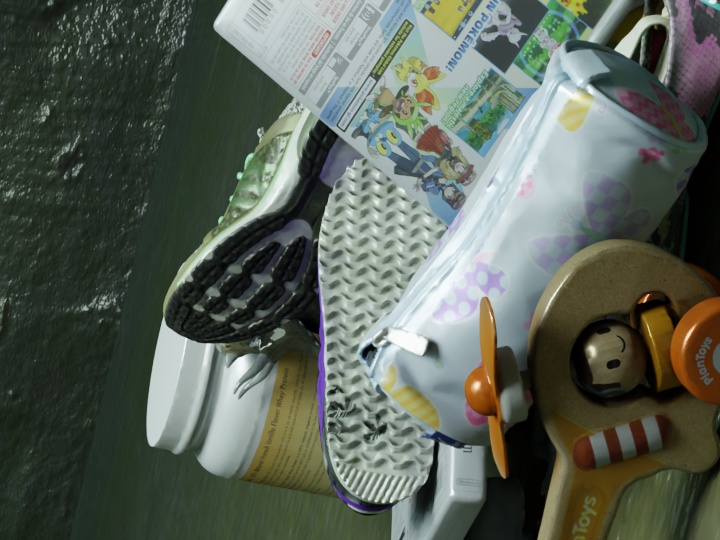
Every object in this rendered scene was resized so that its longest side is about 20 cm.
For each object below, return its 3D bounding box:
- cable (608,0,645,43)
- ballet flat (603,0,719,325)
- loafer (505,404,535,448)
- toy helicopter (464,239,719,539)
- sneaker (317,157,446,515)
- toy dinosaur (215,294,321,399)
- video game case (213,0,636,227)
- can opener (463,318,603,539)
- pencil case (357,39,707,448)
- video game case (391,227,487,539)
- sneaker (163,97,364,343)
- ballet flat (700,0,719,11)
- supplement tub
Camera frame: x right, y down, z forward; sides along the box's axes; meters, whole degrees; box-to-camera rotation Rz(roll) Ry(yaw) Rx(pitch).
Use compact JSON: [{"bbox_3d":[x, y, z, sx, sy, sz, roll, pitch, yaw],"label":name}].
[{"bbox_3d":[0.090,-0.126,1.078,0.200,0.097,0.051,-38,24,30],"label":"cable"},{"bbox_3d":[0.138,-0.055,1.012,0.069,0.071,0.202,-128,51,-72],"label":"ballet flat"},{"bbox_3d":[0.088,0.006,1.158,0.071,0.072,0.202,141,139,-67],"label":"loafer"},{"bbox_3d":[0.099,0.083,0.927,0.079,0.131,0.202,-125,48,-71],"label":"toy helicopter"},{"bbox_3d":[0.005,0.038,1.107,0.100,0.069,0.202,106,169,-70],"label":"sneaker"},{"bbox_3d":[0.000,0.000,1.201,0.199,0.077,0.103,-26,68,37],"label":"toy dinosaur"},{"bbox_3d":[0.041,-0.151,1.048,0.201,0.182,0.022,-55,-13,22],"label":"video game case"},{"bbox_3d":[0.095,0.086,1.075,0.053,0.066,0.202,-165,80,-77],"label":"can opener"},{"bbox_3d":[0.079,-0.012,0.965,0.201,0.090,0.083,-55,24,24],"label":"pencil case"},{"bbox_3d":[0.044,0.077,1.138,0.200,0.023,0.184,107,167,-63],"label":"video game case"},{"bbox_3d":[-0.045,-0.043,1.169,0.200,0.077,0.089,-49,31,14],"label":"sneaker"},{"bbox_3d":[0.190,-0.124,0.888,0.069,0.068,0.200,-62,29,22],"label":"ballet flat"},{"bbox_3d":[-0.031,0.073,1.326,0.144,0.198,0.146,-168,90,-76],"label":"supplement tub"}]
